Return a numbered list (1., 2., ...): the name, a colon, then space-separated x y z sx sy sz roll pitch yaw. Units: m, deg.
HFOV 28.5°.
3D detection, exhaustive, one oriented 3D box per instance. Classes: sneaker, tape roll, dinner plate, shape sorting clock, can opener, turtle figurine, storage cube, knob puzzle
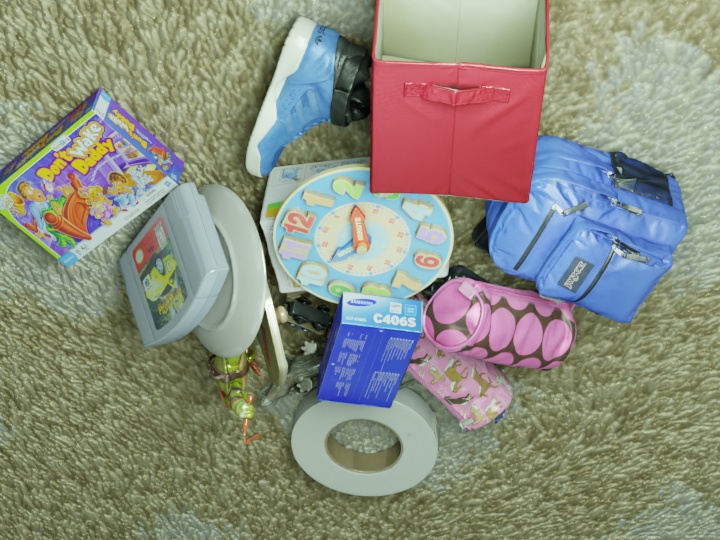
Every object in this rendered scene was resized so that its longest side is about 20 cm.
1. sneaker: -0.050 -0.169 1.545 0.110 0.077 0.201 23 123 -2
2. tape roll: 0.007 0.224 1.902 0.200 0.037 0.204 3 130 3
3. dinner plate: -0.171 0.002 1.639 0.024 0.201 0.201 -6 140 -35
4. shape sorting clock: 0.003 -0.033 1.545 0.197 0.039 0.201 3 132 4
5. can opener: 0.172 0.056 1.737 0.199 0.079 0.064 30 88 -23
6. turtle figurine: -0.155 0.105 1.729 0.064 0.201 0.163 -1 117 -2
7. storage cube: 0.098 -0.196 1.434 0.169 0.201 0.181 3 138 2
8. knob puzzle: -0.105 0.047 1.665 0.030 0.220 0.221 -13 131 -10

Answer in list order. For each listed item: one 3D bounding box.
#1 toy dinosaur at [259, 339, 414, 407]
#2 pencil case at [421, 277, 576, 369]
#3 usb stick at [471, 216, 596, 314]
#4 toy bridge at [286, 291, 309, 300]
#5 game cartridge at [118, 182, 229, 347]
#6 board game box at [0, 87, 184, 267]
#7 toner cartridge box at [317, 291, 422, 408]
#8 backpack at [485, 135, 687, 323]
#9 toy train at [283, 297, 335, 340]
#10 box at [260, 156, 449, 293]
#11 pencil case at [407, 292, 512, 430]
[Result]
1. toy dinosaur: -0.034 0.125 1.803 0.198 0.102 0.078 -8 86 -3
2. pencil case: 0.164 0.057 1.629 0.199 0.091 0.094 9 128 -47
3. usb stick: 0.223 -0.009 1.684 0.199 0.033 0.056 28 121 -17
4. toy bridge: 0.000 0.000 1.693 0.198 0.028 0.067 -14 171 19
5. game cartridge: -0.221 0.004 1.660 0.041 0.134 0.200 -11 158 -37
6. board game box: -0.322 -0.104 1.651 0.199 0.045 0.134 -33 120 29
7. toner cartridge box: 0.008 0.096 1.656 0.094 0.044 0.201 6 149 -8
8. backpack: 0.241 -0.049 1.561 0.198 0.168 0.163 22 123 -10
9. toy train: -0.019 0.076 1.757 0.199 0.034 0.046 24 158 -32
10. box: -0.003 -0.056 1.621 0.198 0.102 0.113 -5 130 10
11. pencil case: 0.103 0.114 1.764 0.082 0.087 0.200 -34 117 23
